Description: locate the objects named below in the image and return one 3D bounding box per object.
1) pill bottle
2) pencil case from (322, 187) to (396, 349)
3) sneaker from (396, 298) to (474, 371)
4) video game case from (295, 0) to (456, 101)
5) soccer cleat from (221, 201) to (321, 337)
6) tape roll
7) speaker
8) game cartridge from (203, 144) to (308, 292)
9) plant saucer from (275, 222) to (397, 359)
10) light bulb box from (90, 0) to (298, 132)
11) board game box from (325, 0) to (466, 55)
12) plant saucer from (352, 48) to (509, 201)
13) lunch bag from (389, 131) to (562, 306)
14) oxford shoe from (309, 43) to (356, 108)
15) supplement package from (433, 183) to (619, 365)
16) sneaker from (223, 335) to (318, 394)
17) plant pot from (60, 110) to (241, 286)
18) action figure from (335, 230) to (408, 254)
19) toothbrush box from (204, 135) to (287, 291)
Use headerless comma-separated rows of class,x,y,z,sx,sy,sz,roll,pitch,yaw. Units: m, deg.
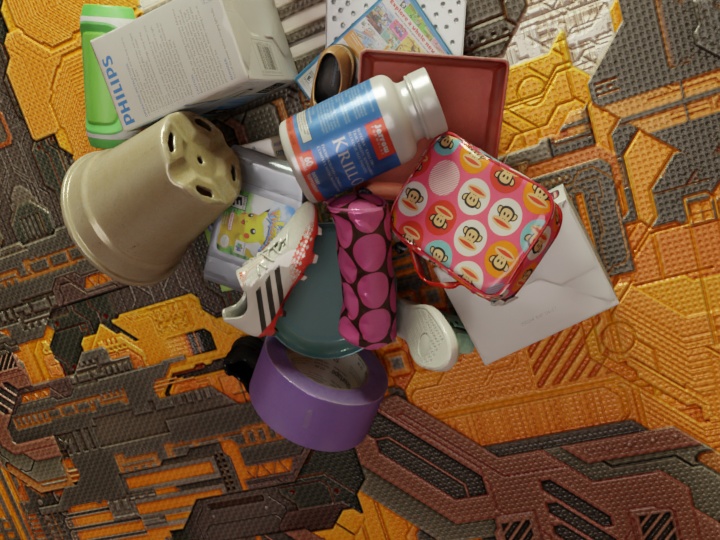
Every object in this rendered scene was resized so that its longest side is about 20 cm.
pill bottle,0.005,-0.174,0.872,0.196,0.112,0.115,-24,99,9
pencil case,0.000,0.000,0.917,0.091,0.091,0.206,7,113,26
sneaker,0.119,0.089,0.937,0.115,0.200,0.076,15,98,-18
video game case,0.022,-0.271,0.957,0.198,0.018,0.144,-36,93,21
soccer cleat,-0.117,-0.003,0.911,0.083,0.069,0.203,17,112,-27
tape roll,-0.062,0.167,1.032,0.196,0.200,0.087,26,112,6
speaker,-0.378,-0.292,1.052,0.086,0.088,0.206,7,107,13
game cartridge,-0.145,-0.062,0.990,0.130,0.041,0.205,16,107,3
plant saucer,-0.046,0.028,0.981,0.194,0.028,0.206,-2,110,-6
light bulb box,-0.217,-0.286,0.949,0.195,0.198,0.128,-17,99,19
board game box,0.046,-0.278,0.972,0.194,0.026,0.206,6,106,14
plant saucer,0.091,-0.192,0.941,0.194,0.037,0.205,5,116,3
lunch bag,0.136,-0.056,0.874,0.199,0.081,0.178,38,100,27
oxford shoe,-0.049,-0.203,0.950,0.069,0.071,0.206,8,109,11
supplement package,0.226,0.004,0.957,0.197,0.111,0.158,-28,97,20
sneaker,-0.137,0.186,1.118,0.196,0.091,0.077,25,109,5
plant pot,-0.262,-0.107,0.925,0.181,0.200,0.204,-26,98,32
action figure,0.018,-0.007,1.024,0.126,0.070,0.205,-5,113,1
toothbrush box,-0.160,-0.087,1.050,0.142,0.086,0.205,-11,103,16
